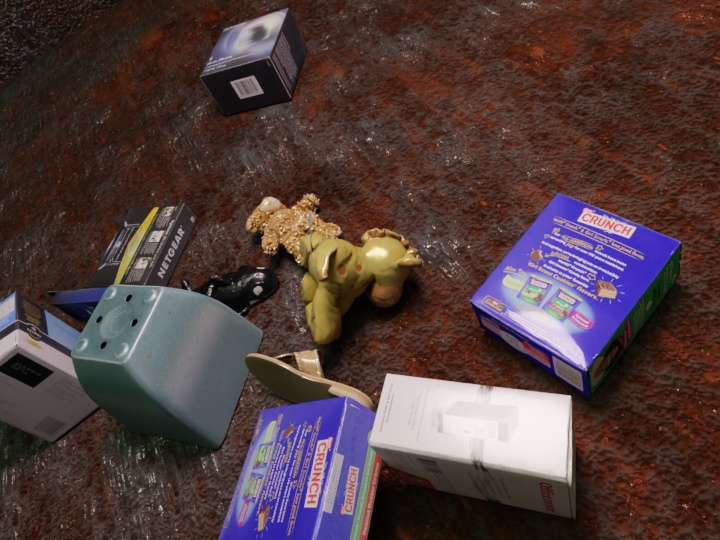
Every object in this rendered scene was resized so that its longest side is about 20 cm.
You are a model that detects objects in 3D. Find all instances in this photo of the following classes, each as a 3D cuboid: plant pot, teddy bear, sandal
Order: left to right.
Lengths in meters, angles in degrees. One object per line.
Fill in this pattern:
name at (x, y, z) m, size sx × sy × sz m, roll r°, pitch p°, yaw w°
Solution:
plant pot at (-0.301, 0.125, 0.787) m, size 0.193 × 0.201 × 0.199 m, roll 1°, pitch 57°, yaw 26°
teddy bear at (-0.124, -0.081, 0.940) m, size 0.144 × 0.067 × 0.201 m, roll -35°, pitch 49°, yaw -5°
sandal at (-0.063, 0.150, 0.754) m, size 0.208 × 0.079 × 0.070 m, roll 16°, pitch 44°, yaw 27°

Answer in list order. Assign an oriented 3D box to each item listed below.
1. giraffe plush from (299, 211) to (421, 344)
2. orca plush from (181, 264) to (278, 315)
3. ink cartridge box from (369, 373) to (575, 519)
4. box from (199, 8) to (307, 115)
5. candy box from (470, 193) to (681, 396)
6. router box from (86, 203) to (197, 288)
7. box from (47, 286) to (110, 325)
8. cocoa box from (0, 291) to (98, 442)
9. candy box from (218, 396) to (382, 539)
giraffe plush at (0.000, 0.000, 0.779) m, size 0.159 × 0.203 × 0.174 m, roll -4°, pitch 44°, yaw -14°
orca plush at (-0.244, 0.019, 0.921) m, size 0.196 × 0.071 × 0.107 m, roll 3°, pitch 57°, yaw 27°
ink cartridge box at (0.128, 0.189, 0.570) m, size 0.196 × 0.148 × 0.084 m, roll 2°, pitch 55°, yaw 25°
box at (-0.256, -0.507, 1.278) m, size 0.196 × 0.124 × 0.202 m, roll -6°, pitch 53°, yaw 21°
candy box at (0.268, 0.022, 0.662) m, size 0.200 × 0.077 × 0.168 m, roll -47°, pitch 49°, yaw -11°
router box at (-0.441, -0.039, 1.069) m, size 0.154 × 0.052 × 0.203 m, roll -1°, pitch 56°, yaw 24°
box at (-0.464, 0.076, 0.952) m, size 0.196 × 0.122 × 0.033 m, roll -4°, pitch 55°, yaw 24°
cocoa box at (-0.541, 0.163, 0.873) m, size 0.132 × 0.201 × 0.132 m, roll -36°, pitch 48°, yaw -3°
candy box at (-0.068, 0.250, 0.615) m, size 0.199 × 0.076 × 0.172 m, roll -24°, pitch 42°, yaw 48°
